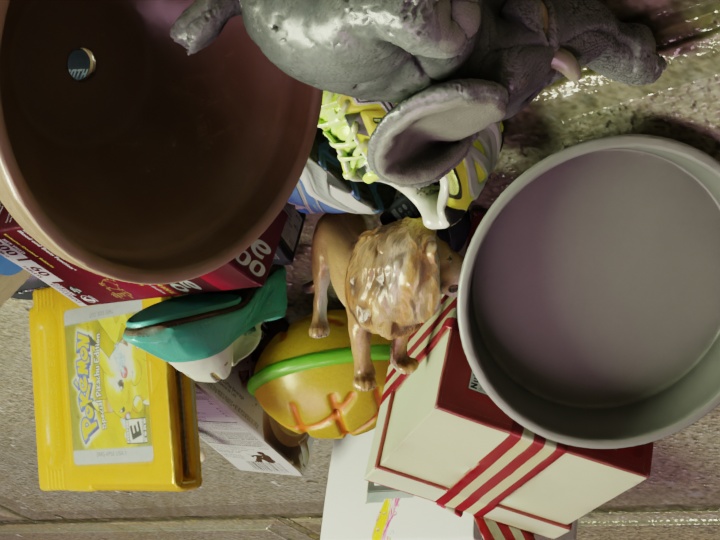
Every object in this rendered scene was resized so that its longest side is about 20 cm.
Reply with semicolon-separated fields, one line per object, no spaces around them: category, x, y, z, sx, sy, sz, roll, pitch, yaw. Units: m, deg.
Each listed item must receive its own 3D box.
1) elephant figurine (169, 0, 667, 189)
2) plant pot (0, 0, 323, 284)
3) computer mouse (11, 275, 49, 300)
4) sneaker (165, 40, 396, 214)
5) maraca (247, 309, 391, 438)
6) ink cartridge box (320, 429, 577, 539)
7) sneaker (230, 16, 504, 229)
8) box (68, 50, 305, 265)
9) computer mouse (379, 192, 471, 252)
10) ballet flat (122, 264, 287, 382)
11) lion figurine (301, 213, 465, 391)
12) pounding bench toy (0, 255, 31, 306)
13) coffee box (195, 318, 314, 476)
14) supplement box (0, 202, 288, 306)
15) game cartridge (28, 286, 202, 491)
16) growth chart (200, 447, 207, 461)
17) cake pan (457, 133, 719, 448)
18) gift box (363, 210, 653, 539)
elephant figurine;0.041;-0.111;0.565;0.154;0.143;0.200;19;168;32
plant pot;-0.118;-0.099;0.573;0.092;0.202;0.201;14;158;42
computer mouse;-0.284;-0.011;1.007;0.198;0.046;0.141;9;152;14
sneaker;-0.062;-0.088;0.715;0.076;0.076;0.200;-12;142;38
maraca;-0.001;0.089;0.989;0.198;0.108;0.137;-2;164;-26
ink cartridge box;0.086;0.200;1.080;0.146;0.148;0.199;26;152;-37
sneaker;0.003;-0.099;0.663;0.199;0.077;0.075;31;151;-22
box;-0.147;-0.076;0.811;0.156;0.051;0.200;2;150;24
computer mouse;0.031;-0.021;0.840;0.059;0.034;0.200;52;154;-2
ballet flat;-0.102;0.042;0.832;0.067;0.200;0.071;-3;104;21
lion figurine;0.000;0.000;0.792;0.200;0.072;0.124;35;134;53
pounding bench toy;-0.300;-0.010;0.848;0.199;0.156;0.125;5;139;56
coffee box;-0.113;0.094;1.040;0.079;0.114;0.200;-1;148;29
supplement box;-0.160;-0.031;0.776;0.199;0.061;0.109;-7;146;40
game cartridge;-0.209;0.092;0.940;0.199;0.178;0.032;-10;173;41
growth chart;-0.222;0.093;1.064;0.145;0.018;0.200;50;174;-34
cake pan;0.156;0.012;0.708;0.198;0.202;0.037;20;-164;-9
gift box;0.121;0.098;0.850;0.198;0.186;0.187;24;150;-6
